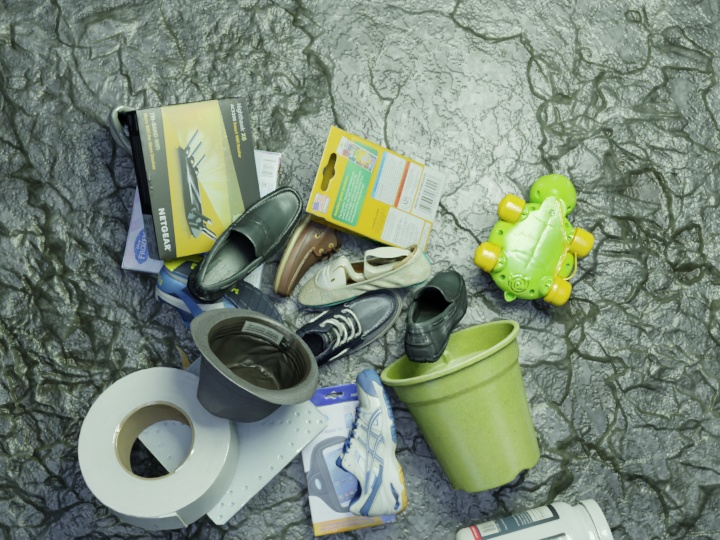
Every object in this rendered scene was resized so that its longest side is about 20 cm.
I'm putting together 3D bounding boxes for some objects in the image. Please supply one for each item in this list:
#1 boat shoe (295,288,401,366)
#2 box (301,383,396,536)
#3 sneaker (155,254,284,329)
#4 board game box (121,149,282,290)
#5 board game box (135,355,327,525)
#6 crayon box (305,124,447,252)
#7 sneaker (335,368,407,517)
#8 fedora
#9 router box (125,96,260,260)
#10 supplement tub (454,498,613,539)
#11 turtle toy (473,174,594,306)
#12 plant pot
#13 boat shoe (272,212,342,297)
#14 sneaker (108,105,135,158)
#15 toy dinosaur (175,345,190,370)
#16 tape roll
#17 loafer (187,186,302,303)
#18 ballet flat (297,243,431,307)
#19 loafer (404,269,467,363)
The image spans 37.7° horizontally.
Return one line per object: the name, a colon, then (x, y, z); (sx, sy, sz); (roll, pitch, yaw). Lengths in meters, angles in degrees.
boat shoe: (-0.027, 0.086, 1.477); (0.199, 0.093, 0.075); (-33, 88, -4)
box: (-0.023, 0.263, 1.488); (0.118, 0.041, 0.201); (-10, 87, -2)
sneaker: (-0.196, 0.051, 1.467); (0.199, 0.074, 0.082); (33, 119, -5)
board game box: (-0.225, -0.084, 1.515); (0.198, 0.041, 0.201); (10, 84, 0)
board game box: (-0.179, 0.210, 1.435); (0.200, 0.026, 0.200); (-42, 68, -15)
crayon box: (0.014, -0.109, 1.476); (0.199, 0.051, 0.126); (20, 83, -29)
sneaker: (0.006, 0.237, 1.435); (0.088, 0.075, 0.201); (-9, 84, -3)
fedora: (-0.148, 0.133, 1.352); (0.177, 0.200, 0.091); (38, 114, 11)
router box: (-0.219, -0.125, 1.420); (0.157, 0.052, 0.201); (-13, 101, -27)
supplement tub: (0.237, 0.396, 1.430); (0.199, 0.140, 0.141); (-15, 85, -2)
turtle toy: (0.248, -0.046, 1.493); (0.145, 0.101, 0.201); (27, 84, 0)
plant pot: (0.153, 0.191, 1.438); (0.199, 0.200, 0.185); (-23, 97, -3)
boat shoe: (-0.059, -0.047, 1.501); (0.067, 0.072, 0.201); (28, 82, 3)
sneaker: (-0.269, -0.156, 1.457); (0.200, 0.089, 0.074); (35, 82, -1)
toy dinosaur: (-0.226, 0.205, 1.479); (0.100, 0.058, 0.201); (1, 84, 0)
tape roll: (-0.261, 0.232, 1.376); (0.201, 0.071, 0.203); (-2, 63, 3)
loafer: (-0.145, -0.036, 1.384); (0.068, 0.070, 0.201); (45, 70, -5)
ballet flat: (0.000, 0.000, 1.482); (0.199, 0.068, 0.063); (-13, 127, 11)
loafer: (0.104, 0.048, 1.441); (0.068, 0.201, 0.071); (1, 120, 19)
